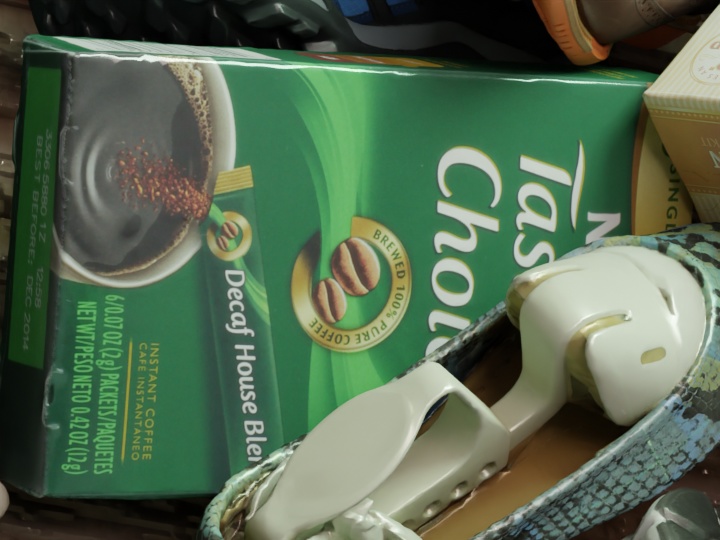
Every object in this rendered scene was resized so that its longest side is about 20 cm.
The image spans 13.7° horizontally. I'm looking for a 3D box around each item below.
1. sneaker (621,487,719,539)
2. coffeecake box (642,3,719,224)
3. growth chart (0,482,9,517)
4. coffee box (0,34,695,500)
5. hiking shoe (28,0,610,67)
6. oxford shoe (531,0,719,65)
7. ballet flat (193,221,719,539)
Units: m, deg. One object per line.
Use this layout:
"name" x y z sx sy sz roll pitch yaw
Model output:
"sneaker" 0.116 0.147 0.836 0.200 0.090 0.078 44 16 -23
"coffeecake box" 0.201 -0.081 0.840 0.200 0.153 0.073 -50 127 -27
"growth chart" -0.173 0.090 0.741 0.145 0.018 0.200 37 53 -6
"coffee box" 0.000 0.000 0.832 0.199 0.044 0.124 3 96 -28
"hiking shoe" -0.012 -0.077 0.897 0.199 0.074 0.087 15 46 -30
"oxford shoe" 0.087 -0.106 0.875 0.072 0.073 0.200 68 19 0
"ballet flat" 0.039 0.039 0.788 0.200 0.074 0.074 -37 84 -17
